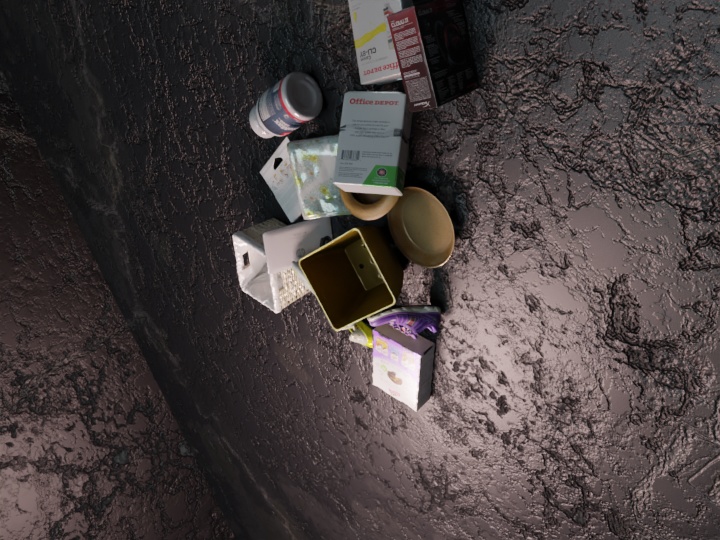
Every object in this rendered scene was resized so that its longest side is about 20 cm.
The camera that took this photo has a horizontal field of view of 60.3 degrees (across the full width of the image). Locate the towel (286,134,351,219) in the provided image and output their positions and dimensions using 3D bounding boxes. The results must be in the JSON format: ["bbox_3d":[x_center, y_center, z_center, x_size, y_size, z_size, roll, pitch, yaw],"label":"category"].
[{"bbox_3d":[-0.083,-0.231,1.545,0.167,0.048,0.204,-7,114,10],"label":"towel"}]

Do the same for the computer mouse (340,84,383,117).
[{"bbox_3d":[0.020,-0.401,1.412,0.034,0.060,0.199,26,146,-27],"label":"computer mouse"}]

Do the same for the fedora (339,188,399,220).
[{"bbox_3d":[0.038,-0.213,1.445,0.198,0.081,0.205,-6,80,37],"label":"fedora"}]

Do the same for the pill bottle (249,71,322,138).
[{"bbox_3d":[-0.196,-0.410,1.570,0.198,0.119,0.121,-13,105,51],"label":"pill bottle"}]

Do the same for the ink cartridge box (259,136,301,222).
[{"bbox_3d":[-0.184,-0.253,1.721,0.175,0.043,0.199,58,142,2],"label":"ink cartridge box"}]

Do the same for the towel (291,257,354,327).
[{"bbox_3d":[-0.101,0.061,1.719,0.199,0.048,0.172,40,171,27],"label":"towel"}]

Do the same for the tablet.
[{"bbox_3d":[-0.169,-0.070,1.710,0.014,0.196,0.132,-133,33,-52],"label":"tablet"}]

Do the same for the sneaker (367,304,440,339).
[{"bbox_3d":[0.113,0.127,1.523,0.080,0.196,0.085,174,96,-69],"label":"sneaker"}]

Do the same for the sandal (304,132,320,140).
[{"bbox_3d":[-0.103,-0.256,1.612,0.045,0.074,0.203,8,124,61],"label":"sandal"}]

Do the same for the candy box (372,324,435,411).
[{"bbox_3d":[0.115,0.260,1.710,0.166,0.071,0.203,26,131,34],"label":"candy box"}]

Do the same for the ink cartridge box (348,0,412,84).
[{"bbox_3d":[0.059,-0.491,1.248,0.143,0.083,0.204,2,107,45],"label":"ink cartridge box"}]

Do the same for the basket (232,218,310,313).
[{"bbox_3d":[-0.259,-0.021,1.847,0.198,0.160,0.202,27,133,38],"label":"basket"}]

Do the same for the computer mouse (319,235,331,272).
[{"bbox_3d":[-0.045,0.004,1.675,0.043,0.111,0.200,-20,134,32],"label":"computer mouse"}]

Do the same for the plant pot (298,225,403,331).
[{"bbox_3d":[0.000,0.000,1.556,0.198,0.176,0.203,-27,94,31],"label":"plant pot"}]

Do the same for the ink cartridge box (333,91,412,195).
[{"bbox_3d":[0.030,-0.274,1.342,0.143,0.084,0.205,7,87,19],"label":"ink cartridge box"}]

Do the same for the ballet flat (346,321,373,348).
[{"bbox_3d":[-0.021,0.165,1.798,0.200,0.067,0.067,48,143,12],"label":"ballet flat"}]

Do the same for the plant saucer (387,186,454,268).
[{"bbox_3d":[0.150,-0.106,1.463,0.198,0.035,0.204,27,131,35],"label":"plant saucer"}]

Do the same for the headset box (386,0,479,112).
[{"bbox_3d":[0.139,-0.424,1.178,0.074,0.148,0.203,3,118,46],"label":"headset box"}]
